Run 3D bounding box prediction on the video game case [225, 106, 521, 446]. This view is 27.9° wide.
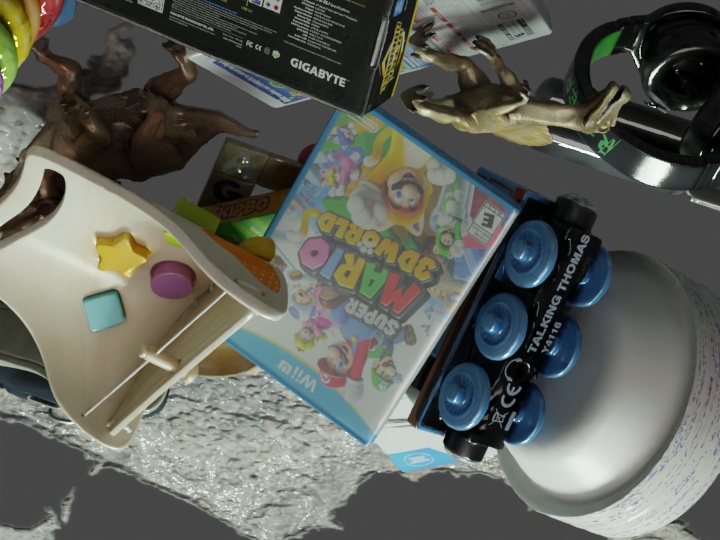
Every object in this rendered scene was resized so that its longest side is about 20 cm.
[{"bbox_3d":[0.000,0.000,0.994,0.142,0.018,0.201,35,108,9],"label":"video game case"}]

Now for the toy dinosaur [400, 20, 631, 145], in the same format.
[{"bbox_3d":[0.069,-0.101,0.882,0.101,0.059,0.199,30,170,-35],"label":"toy dinosaur"}]

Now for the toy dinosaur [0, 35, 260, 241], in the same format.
[{"bbox_3d":[-0.163,-0.086,0.984,0.197,0.087,0.137,-3,138,0],"label":"toy dinosaur"}]

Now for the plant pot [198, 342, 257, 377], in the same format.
[{"bbox_3d":[-0.157,0.015,1.104,0.197,0.028,0.201,15,147,10],"label":"plant pot"}]

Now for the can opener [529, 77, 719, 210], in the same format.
[{"bbox_3d":[0.205,-0.073,0.992,0.197,0.054,0.067,17,161,-6],"label":"can opener"}]

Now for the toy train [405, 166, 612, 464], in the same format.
[{"bbox_3d":[0.096,0.032,1.013,0.086,0.114,0.202,18,100,-38],"label":"toy train"}]

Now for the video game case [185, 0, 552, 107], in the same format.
[{"bbox_3d":[0.009,-0.147,0.896,0.197,0.018,0.143,-13,170,17],"label":"video game case"}]

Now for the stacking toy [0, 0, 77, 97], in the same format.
[{"bbox_3d":[-0.238,-0.130,0.848,0.114,0.202,0.111,2,139,0],"label":"stacking toy"}]

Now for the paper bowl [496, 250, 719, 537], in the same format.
[{"bbox_3d":[0.173,0.084,1.053,0.104,0.203,0.200,25,135,-34],"label":"paper bowl"}]

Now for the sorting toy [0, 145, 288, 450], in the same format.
[{"bbox_3d":[-0.167,-0.002,0.960,0.179,0.108,0.200,35,131,-21],"label":"sorting toy"}]

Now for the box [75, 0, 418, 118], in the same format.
[{"bbox_3d":[-0.058,-0.195,0.788,0.198,0.049,0.162,23,117,14],"label":"box"}]

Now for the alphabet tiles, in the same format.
[{"bbox_3d":[-0.032,-0.015,1.097,0.197,0.008,0.168,18,140,-12],"label":"alphabet tiles"}]

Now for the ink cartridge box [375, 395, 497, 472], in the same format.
[{"bbox_3d":[0.047,0.082,1.148,0.114,0.067,0.200,-13,144,19],"label":"ink cartridge box"}]

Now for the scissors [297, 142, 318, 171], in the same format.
[{"bbox_3d":[0.018,-0.034,1.080,0.072,0.014,0.201,-14,135,19],"label":"scissors"}]

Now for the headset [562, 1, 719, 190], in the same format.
[{"bbox_3d":[0.217,-0.102,0.920,0.197,0.125,0.094,-10,147,-22],"label":"headset"}]

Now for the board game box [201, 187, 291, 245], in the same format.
[{"bbox_3d":[-0.039,-0.021,1.064,0.197,0.030,0.096,-13,137,21],"label":"board game box"}]

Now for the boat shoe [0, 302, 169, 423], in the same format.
[{"bbox_3d":[-0.235,0.082,1.153,0.197,0.075,0.062,11,146,19],"label":"boat shoe"}]
